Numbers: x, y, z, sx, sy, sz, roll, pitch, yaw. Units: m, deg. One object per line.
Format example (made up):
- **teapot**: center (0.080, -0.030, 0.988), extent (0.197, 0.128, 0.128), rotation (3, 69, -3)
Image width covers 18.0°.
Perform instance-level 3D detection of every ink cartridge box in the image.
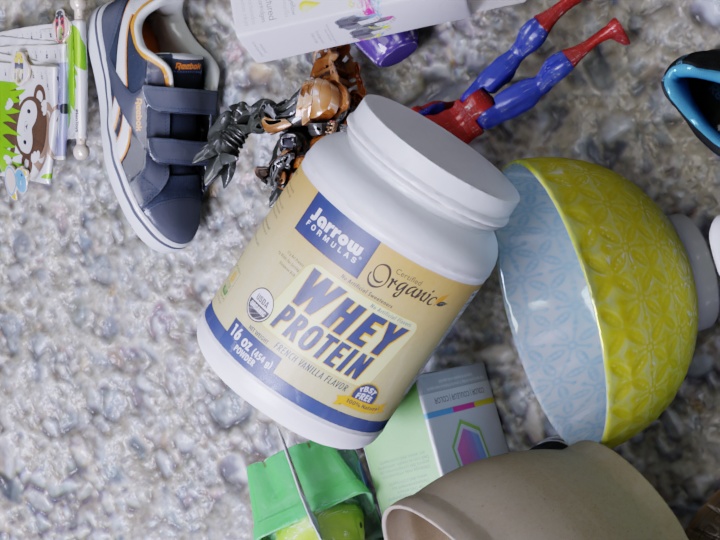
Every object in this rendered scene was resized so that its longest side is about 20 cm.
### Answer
- **ink cartridge box**: center (0.008, -0.225, 1.570), extent (0.200, 0.068, 0.115), rotation (-12, 77, 7)
- **ink cartridge box**: center (0.066, 0.170, 1.588), extent (0.059, 0.104, 0.200), rotation (-18, 84, 31)

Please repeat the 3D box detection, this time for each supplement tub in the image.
- **supplement tub**: center (0.000, 0.000, 1.488), extent (0.144, 0.144, 0.200), rotation (39, 105, 22)

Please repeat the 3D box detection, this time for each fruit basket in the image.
- **fruit basket**: center (-0.004, 0.221, 1.585), extent (0.094, 0.185, 0.200), rotation (-29, 63, -5)

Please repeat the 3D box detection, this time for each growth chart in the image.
- **growth chart**: center (-0.268, -0.129, 1.787), extent (0.200, 0.018, 0.145), rotation (-7, 86, 48)

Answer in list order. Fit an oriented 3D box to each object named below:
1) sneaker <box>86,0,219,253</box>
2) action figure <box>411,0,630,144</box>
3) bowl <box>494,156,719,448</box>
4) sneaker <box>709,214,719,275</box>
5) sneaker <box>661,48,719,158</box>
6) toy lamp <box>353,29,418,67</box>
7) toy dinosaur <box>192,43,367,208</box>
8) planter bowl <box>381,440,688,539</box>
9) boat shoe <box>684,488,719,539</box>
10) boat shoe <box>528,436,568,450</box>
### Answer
- **sneaker**: center (-0.149, -0.117, 1.710), extent (0.079, 0.078, 0.200), rotation (-20, 82, 35)
- **action figure**: center (0.096, -0.111, 1.584), extent (0.200, 0.099, 0.065), rotation (-37, 71, 4)
- **bowl**: center (0.172, 0.013, 1.501), extent (0.107, 0.200, 0.201), rotation (-15, 84, -12)
- **sneaker**: center (0.298, 0.036, 1.389), extent (0.105, 0.076, 0.200), rotation (-31, 81, 13)
- **sneaker**: center (0.272, -0.068, 1.466), extent (0.200, 0.082, 0.073), rotation (42, 110, 20)
- **toy lamp**: center (-0.020, -0.237, 1.641), extent (0.058, 0.058, 0.200), rotation (-37, 76, 27)
- **toy dinosaur**: center (-0.030, -0.096, 1.628), extent (0.136, 0.200, 0.102), rotation (-23, 123, 41)
- **planter bowl**: center (0.128, 0.193, 1.446), extent (0.135, 0.200, 0.200), rotation (-35, 70, -18)
- **boat shoe**: center (0.233, 0.224, 1.514), extent (0.071, 0.065, 0.200), rotation (27, 86, 15)
- **boat shoe**: center (0.151, 0.214, 1.569), extent (0.069, 0.057, 0.200), rotation (-22, 82, 29)
